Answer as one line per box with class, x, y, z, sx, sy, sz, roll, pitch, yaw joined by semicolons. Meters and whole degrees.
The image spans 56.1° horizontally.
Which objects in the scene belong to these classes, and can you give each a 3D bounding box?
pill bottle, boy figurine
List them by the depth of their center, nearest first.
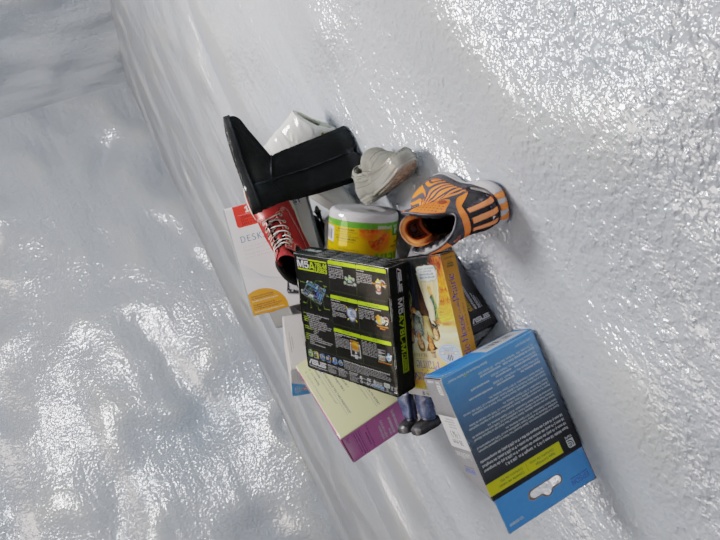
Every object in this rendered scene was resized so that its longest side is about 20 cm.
boy figurine;0.073;0.153;1.055;0.124;0.064;0.202;-4;105;52
pill bottle;0.000;0.000;1.084;0.111;0.110;0.202;-151;61;-60

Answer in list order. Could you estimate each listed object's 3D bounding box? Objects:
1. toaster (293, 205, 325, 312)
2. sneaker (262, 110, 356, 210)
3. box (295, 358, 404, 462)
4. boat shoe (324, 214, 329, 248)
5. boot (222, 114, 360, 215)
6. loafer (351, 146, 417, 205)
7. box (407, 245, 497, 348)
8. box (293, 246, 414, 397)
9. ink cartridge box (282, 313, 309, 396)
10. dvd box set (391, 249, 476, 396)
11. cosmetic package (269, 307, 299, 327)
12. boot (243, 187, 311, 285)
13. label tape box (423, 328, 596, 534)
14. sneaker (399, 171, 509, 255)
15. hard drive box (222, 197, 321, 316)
toaster;-0.107;-0.021;1.374;0.181;0.118;0.202;-137;26;-80
sneaker;-0.065;-0.191;1.185;0.199;0.116;0.074;38;-159;-10
box;0.017;0.199;1.196;0.176;0.199;0.097;49;168;40
boat shoe;-0.042;-0.017;1.186;0.071;0.069;0.202;-39;55;46
boot;-0.109;-0.199;1.109;0.066;0.198;0.166;-162;52;-78
loafer;0.027;-0.148;0.994;0.070;0.070;0.200;59;162;-3
box;0.118;0.061;1.017;0.159;0.048;0.200;59;159;21
box;-0.011;0.071;1.003;0.199;0.047;0.195;9;109;43
ink cartridge box;-0.055;0.165;1.408;0.129;0.198;0.126;96;163;-55
dvd box set;0.096;0.078;0.941;0.146;0.029;0.202;-6;99;57
cosmetic package;-0.172;0.016;1.507;0.090;0.107;0.202;-9;106;43
boot;-0.139;-0.071;1.129;0.201;0.072;0.144;59;-174;-5
label tape box;0.184;0.195;0.841;0.202;0.143;0.063;67;161;1
sneaker;0.087;-0.073;0.850;0.200;0.111;0.078;8;119;68
hard drive box;-0.149;-0.035;1.244;0.077;0.154;0.202;-93;-12;-83
